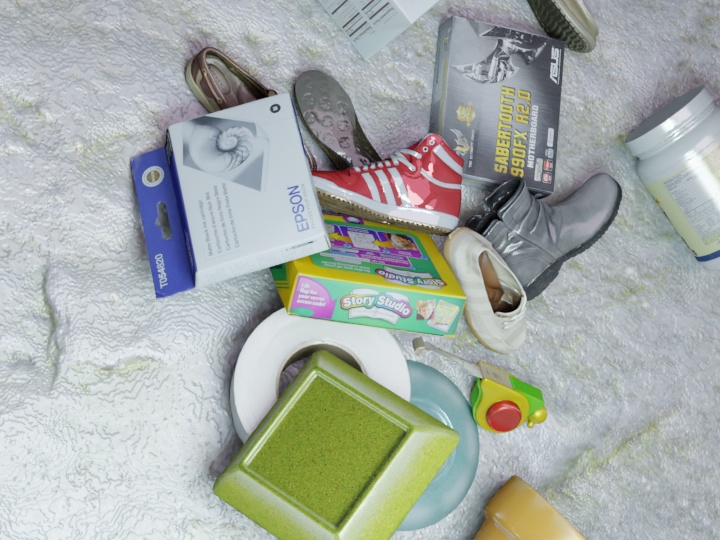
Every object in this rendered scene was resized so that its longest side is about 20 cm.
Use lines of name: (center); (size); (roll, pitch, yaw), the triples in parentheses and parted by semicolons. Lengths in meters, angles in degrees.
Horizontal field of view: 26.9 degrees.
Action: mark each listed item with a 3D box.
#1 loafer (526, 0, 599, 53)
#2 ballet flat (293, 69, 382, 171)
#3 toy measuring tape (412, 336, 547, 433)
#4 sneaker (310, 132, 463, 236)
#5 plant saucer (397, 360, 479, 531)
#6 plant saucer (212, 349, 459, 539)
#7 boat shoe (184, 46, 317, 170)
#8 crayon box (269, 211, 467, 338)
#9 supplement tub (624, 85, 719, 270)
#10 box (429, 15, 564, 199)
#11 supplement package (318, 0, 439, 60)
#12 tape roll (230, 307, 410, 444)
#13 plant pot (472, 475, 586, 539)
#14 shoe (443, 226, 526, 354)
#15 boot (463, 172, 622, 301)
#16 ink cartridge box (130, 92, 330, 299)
loafer: (0.241, -0.365, 1.901); (0.068, 0.076, 0.200); (-41, 96, -16)
ballet flat: (-0.015, -0.149, 1.790); (0.067, 0.046, 0.200); (-37, 90, -13)
toy measuring tape: (0.133, 0.144, 1.776); (0.199, 0.073, 0.074); (25, 73, -21)
sneaker: (0.027, -0.115, 1.732); (0.199, 0.071, 0.113); (14, 84, -19)
plant saucer: (0.055, 0.202, 1.757); (0.200, 0.039, 0.202); (4, 79, -20)
plant saucer: (-0.031, 0.194, 1.576); (0.199, 0.048, 0.200); (30, 71, 26)
boat shoe: (-0.120, -0.177, 1.735); (0.072, 0.072, 0.200); (-42, 97, -21)
crayon box: (0.000, 0.000, 1.700); (0.199, 0.173, 0.059); (8, 116, -19)
supplement tub: (0.439, -0.117, 1.897); (0.145, 0.145, 0.200); (-38, 95, -22)
box: (0.167, -0.200, 1.860); (0.158, 0.048, 0.201); (11, 77, -19)
supplement package: (0.021, -0.388, 1.780); (0.152, 0.151, 0.200); (-42, 97, -22)
tape roll: (-0.046, 0.136, 1.691); (0.201, 0.071, 0.204); (2, 75, -7)
plant pot: (0.181, 0.368, 1.709); (0.183, 0.200, 0.200); (-44, 98, -5)
shoe: (0.156, 0.033, 1.770); (0.070, 0.053, 0.200); (-49, 132, -21)
boot: (0.221, -0.070, 1.809); (0.200, 0.070, 0.132); (-49, 124, -10)
ink cartridge box: (-0.150, -0.084, 1.643); (0.199, 0.041, 0.200); (-18, 60, 2)
